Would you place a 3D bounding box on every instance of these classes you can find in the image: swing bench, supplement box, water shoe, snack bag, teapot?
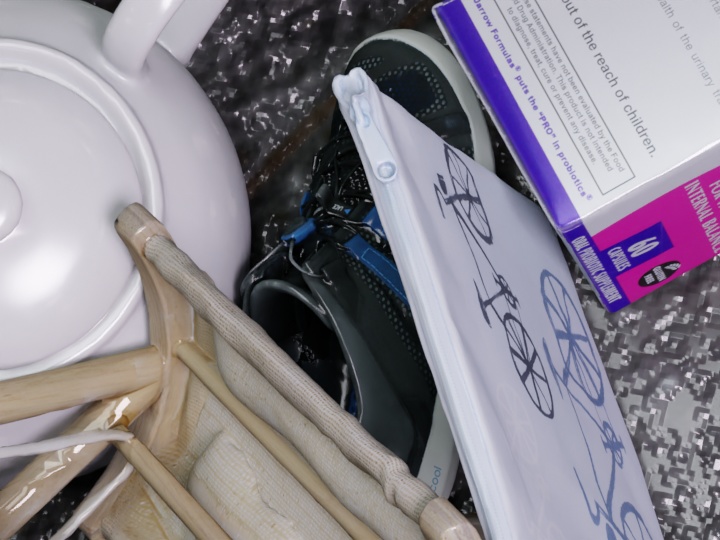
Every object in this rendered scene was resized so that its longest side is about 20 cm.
[{"bbox_3d":[-0.085,0.112,0.860,0.199,0.130,0.199,-29,42,-18],"label":"swing bench"},{"bbox_3d":[0.143,-0.086,0.975,0.199,0.101,0.104,-31,67,5],"label":"supplement box"},{"bbox_3d":[0.000,0.000,0.991,0.071,0.079,0.201,-15,66,41],"label":"water shoe"},{"bbox_3d":[0.054,0.045,0.904,0.021,0.200,0.190,-23,69,16],"label":"snack bag"},{"bbox_3d":[-0.126,-0.019,0.983,0.196,0.146,0.201,-5,83,-5],"label":"teapot"}]

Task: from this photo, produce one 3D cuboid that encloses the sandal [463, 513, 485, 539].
[{"bbox_3d":[0.046,0.180,0.941,0.081,0.055,0.201,0,72,16],"label":"sandal"}]
